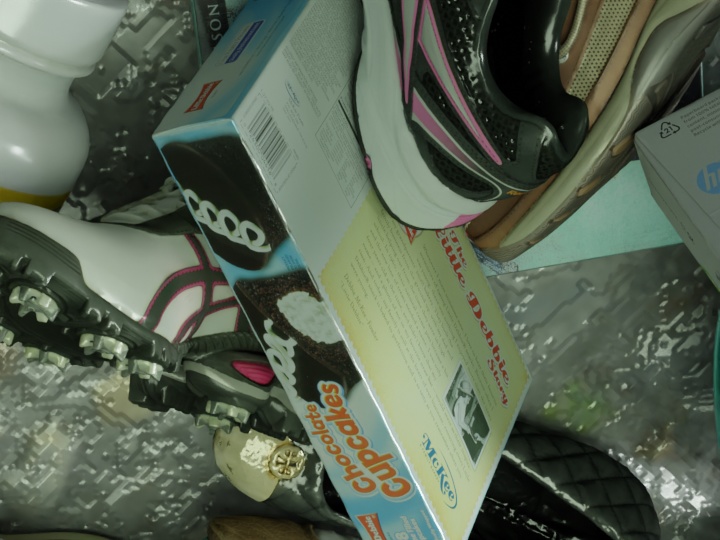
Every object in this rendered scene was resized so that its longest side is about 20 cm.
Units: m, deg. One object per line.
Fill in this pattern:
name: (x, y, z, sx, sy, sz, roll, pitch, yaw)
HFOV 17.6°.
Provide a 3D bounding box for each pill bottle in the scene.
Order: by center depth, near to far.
pill bottle: (-0.166, -0.032, 0.843, 0.111, 0.111, 0.201, 27, 106, -20)

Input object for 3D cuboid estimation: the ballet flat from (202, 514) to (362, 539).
ballet flat: (0.009, 0.160, 0.989, 0.072, 0.068, 0.201, -33, 118, -1)

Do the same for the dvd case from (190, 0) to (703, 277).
dvd case: (0.038, -0.064, 0.919, 0.198, 0.022, 0.147, -8, 115, -6)

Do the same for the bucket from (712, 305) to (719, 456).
bucket: (0.236, 0.044, 0.917, 0.205, 0.135, 0.208, 0, 128, 0)

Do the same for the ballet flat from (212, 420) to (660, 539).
ballet flat: (0.036, 0.087, 0.965, 0.199, 0.057, 0.067, 13, 110, -16)

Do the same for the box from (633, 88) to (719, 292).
box: (0.207, -0.010, 0.802, 0.155, 0.200, 0.041, -28, 139, -3)

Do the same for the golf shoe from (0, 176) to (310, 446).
golf shoe: (-0.078, 0.000, 0.839, 0.200, 0.077, 0.089, 30, 71, -57)

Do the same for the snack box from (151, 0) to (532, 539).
snack box: (0.000, 0.000, 0.864, 0.037, 0.116, 0.201, -11, 119, 28)

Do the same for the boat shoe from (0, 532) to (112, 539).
boat shoe: (-0.149, 0.144, 0.948, 0.199, 0.068, 0.075, 16, 110, -17)

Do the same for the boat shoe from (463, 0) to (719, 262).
boat shoe: (0.092, -0.093, 0.874, 0.072, 0.076, 0.201, 38, 114, 11)

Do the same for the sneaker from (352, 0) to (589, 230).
sneaker: (0.037, -0.120, 0.826, 0.080, 0.086, 0.201, -22, 97, -43)
